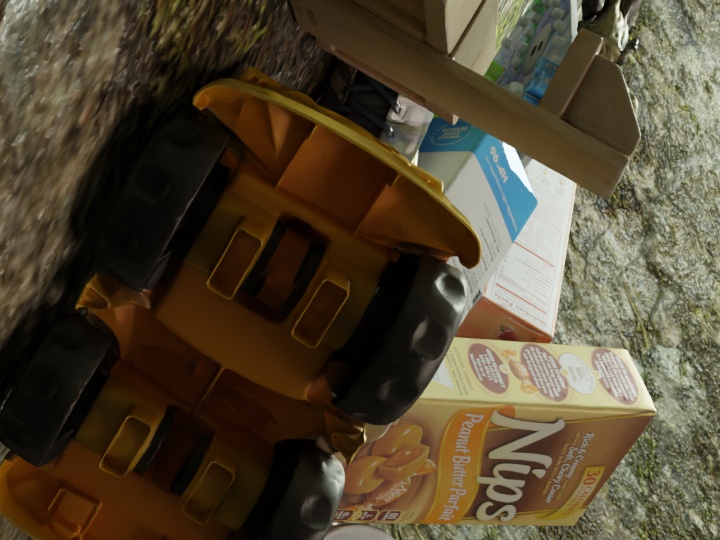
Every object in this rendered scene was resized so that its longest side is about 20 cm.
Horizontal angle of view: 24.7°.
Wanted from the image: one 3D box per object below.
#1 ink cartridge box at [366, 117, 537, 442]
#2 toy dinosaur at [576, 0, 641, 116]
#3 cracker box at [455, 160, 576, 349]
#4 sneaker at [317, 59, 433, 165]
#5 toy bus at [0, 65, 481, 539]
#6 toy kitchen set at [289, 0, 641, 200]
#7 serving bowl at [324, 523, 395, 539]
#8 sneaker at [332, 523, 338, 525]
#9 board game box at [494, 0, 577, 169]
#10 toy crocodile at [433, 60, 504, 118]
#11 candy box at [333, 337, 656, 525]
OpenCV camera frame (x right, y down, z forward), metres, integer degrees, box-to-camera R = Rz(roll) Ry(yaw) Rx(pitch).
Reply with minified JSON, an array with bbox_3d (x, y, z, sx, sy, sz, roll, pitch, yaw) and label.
[{"bbox_3d":[0.000,0.000,0.895,0.200,0.115,0.068,-54,129,-40],"label":"ink cartridge box"},{"bbox_3d":[0.160,-0.177,1.031,0.088,0.047,0.201,99,3,-47],"label":"toy dinosaur"},{"bbox_3d":[0.081,0.018,1.098,0.134,0.057,0.200,-54,-171,35],"label":"cracker box"},{"bbox_3d":[0.011,-0.099,0.852,0.081,0.073,0.201,87,27,-61],"label":"sneaker"},{"bbox_3d":[-0.052,0.016,0.692,0.201,0.135,0.192,-59,-171,13],"label":"toy bus"},{"bbox_3d":[0.083,-0.153,0.703,0.181,0.163,0.200,-58,173,-5],"label":"toy kitchen set"},{"bbox_3d":[-0.031,0.251,0.989,0.200,0.065,0.202,2,88,-56],"label":"serving bowl"},{"bbox_3d":[-0.063,0.152,1.103,0.083,0.080,0.201,-43,-157,27],"label":"sneaker"},{"bbox_3d":[0.084,-0.103,1.133,0.200,0.026,0.201,-56,-165,34],"label":"board game box"},{"bbox_3d":[0.025,-0.059,1.070,0.201,0.067,0.062,-59,179,17],"label":"toy crocodile"},{"bbox_3d":[0.062,0.098,0.983,0.116,0.199,0.056,-62,-146,39],"label":"candy box"}]
